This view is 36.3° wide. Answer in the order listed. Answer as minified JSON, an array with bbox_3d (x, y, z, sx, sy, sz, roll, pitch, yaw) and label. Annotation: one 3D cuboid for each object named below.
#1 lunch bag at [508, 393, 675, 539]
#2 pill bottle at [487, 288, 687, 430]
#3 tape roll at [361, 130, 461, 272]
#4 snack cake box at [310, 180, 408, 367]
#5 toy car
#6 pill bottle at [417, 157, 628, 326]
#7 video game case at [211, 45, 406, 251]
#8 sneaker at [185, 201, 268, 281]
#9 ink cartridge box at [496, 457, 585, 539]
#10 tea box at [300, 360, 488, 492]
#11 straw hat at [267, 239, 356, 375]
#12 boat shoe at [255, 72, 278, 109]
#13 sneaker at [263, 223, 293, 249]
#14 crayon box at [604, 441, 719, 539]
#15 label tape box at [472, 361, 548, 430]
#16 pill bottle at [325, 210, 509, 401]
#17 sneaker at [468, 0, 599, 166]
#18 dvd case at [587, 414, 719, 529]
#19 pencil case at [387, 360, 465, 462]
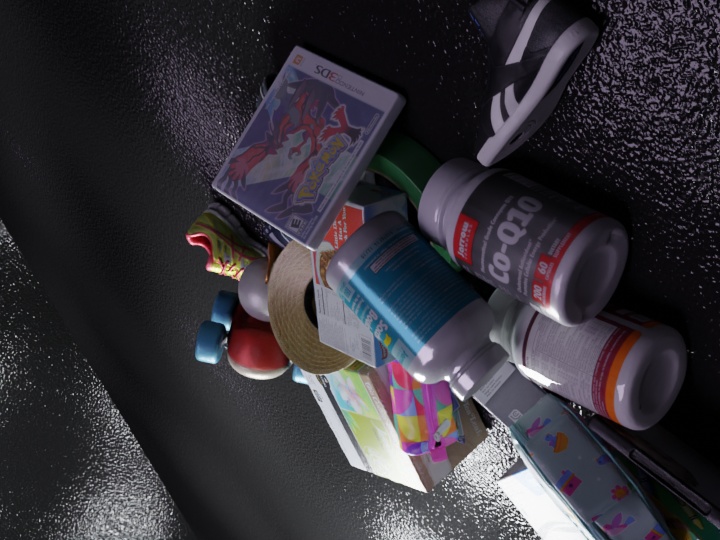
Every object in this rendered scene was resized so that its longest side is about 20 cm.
[{"bbox_3d":[0.247,0.238,1.159,0.200,0.077,0.161,52,178,38],"label":"lunch bag"},{"bbox_3d":[0.228,0.079,1.146,0.199,0.109,0.110,25,142,45],"label":"pill bottle"},{"bbox_3d":[0.050,-0.071,1.326,0.200,0.048,0.201,39,151,27],"label":"tape roll"},{"bbox_3d":[0.000,0.000,1.305,0.115,0.067,0.202,22,123,49],"label":"snack cake box"},{"bbox_3d":[-0.132,0.039,1.626,0.182,0.177,0.202,12,120,3],"label":"toy car"},{"bbox_3d":[0.159,-0.035,1.114,0.199,0.114,0.115,30,146,37],"label":"pill bottle"},{"bbox_3d":[-0.064,-0.146,1.275,0.182,0.201,0.023,31,180,37],"label":"video game case"},{"bbox_3d":[-0.201,-0.014,1.761,0.200,0.090,0.078,43,151,16],"label":"sneaker"},{"bbox_3d":[0.278,0.318,1.401,0.200,0.068,0.116,50,154,5],"label":"ink cartridge box"},{"bbox_3d":[0.042,0.175,1.541,0.196,0.133,0.201,4,126,56],"label":"tea box"},{"bbox_3d":[-0.028,0.044,1.490,0.200,0.085,0.203,5,97,42],"label":"straw hat"},{"bbox_3d":[-0.082,-0.178,1.347,0.200,0.072,0.062,-122,29,-49],"label":"boat shoe"},{"bbox_3d":[-0.104,-0.101,1.518,0.108,0.070,0.201,10,134,52],"label":"sneaker"},{"bbox_3d":[0.345,0.272,1.203,0.200,0.058,0.120,44,156,46],"label":"crayon box"},{"bbox_3d":[0.143,0.117,1.319,0.200,0.063,0.144,42,180,21],"label":"label tape box"},{"bbox_3d":[0.064,0.041,1.158,0.200,0.110,0.111,47,153,15],"label":"pill bottle"},{"bbox_3d":[0.136,-0.194,1.020,0.112,0.073,0.200,50,146,13],"label":"sneaker"},{"bbox_3d":[0.336,0.208,1.121,0.200,0.142,0.018,38,106,29],"label":"dvd case"},{"bbox_3d":[0.075,0.135,1.390,0.088,0.088,0.202,1,104,58],"label":"pencil case"}]
